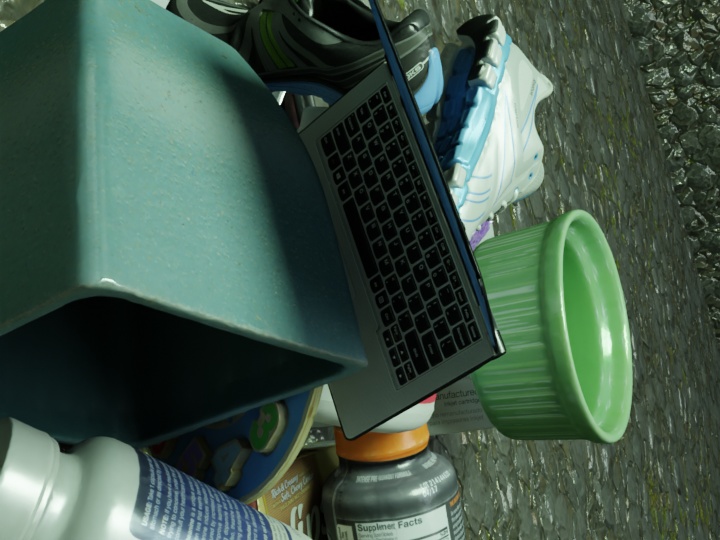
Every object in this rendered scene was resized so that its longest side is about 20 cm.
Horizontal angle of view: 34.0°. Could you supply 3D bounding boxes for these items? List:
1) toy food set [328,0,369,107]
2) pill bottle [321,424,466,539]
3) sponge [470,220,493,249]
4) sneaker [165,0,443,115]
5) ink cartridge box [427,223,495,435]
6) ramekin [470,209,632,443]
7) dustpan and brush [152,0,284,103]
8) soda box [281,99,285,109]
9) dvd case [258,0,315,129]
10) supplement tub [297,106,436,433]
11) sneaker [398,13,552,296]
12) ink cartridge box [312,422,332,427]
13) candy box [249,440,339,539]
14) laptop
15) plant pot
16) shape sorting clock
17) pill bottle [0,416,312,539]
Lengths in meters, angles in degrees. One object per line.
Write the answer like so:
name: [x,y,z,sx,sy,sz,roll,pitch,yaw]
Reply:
toy food set: [-0.032,-0.173,0.980,0.202,0.059,0.145,-105,-165,-47]
pill bottle: [0.029,0.207,0.885,0.106,0.105,0.204,-21,104,-65]
sponge: [0.010,0.000,0.954,0.201,0.111,0.030,-51,157,-21]
sneaker: [-0.037,-0.153,0.747,0.071,0.197,0.084,-47,145,-46]
ink cartridge box: [0.058,0.050,1.098,0.084,0.144,0.204,0,80,-64]
ramekin: [0.165,0.055,1.037,0.199,0.096,0.204,31,54,-56]
dustpan and brush: [-0.137,-0.084,0.799,0.138,0.057,0.203,22,91,-19]
soda box: [-0.107,-0.060,0.875,0.070,0.062,0.203,47,41,-50]
dvd case: [-0.057,-0.157,0.957,0.200,0.017,0.145,-132,-152,-80]
supplement tub: [0.000,0.000,0.817,0.140,0.138,0.204,9,93,-64]
sneaker: [0.074,-0.054,0.734,0.086,0.075,0.203,30,74,-27]
ink cartridge box: [0.001,0.026,1.010,0.068,0.113,0.203,58,32,-53]
candy box: [-0.050,0.200,0.909,0.199,0.054,0.118,2,80,-65]
laptop: [-0.005,-0.030,0.635,0.115,0.199,0.190,4,60,-48]
plant pot: [-0.137,-0.033,0.632,0.195,0.194,0.203,20,55,-50]
shape sorting clock: [-0.087,0.044,0.726,0.039,0.198,0.204,14,66,-43]
pill bottle: [-0.124,0.160,0.640,0.199,0.110,0.112,33,47,-26]
